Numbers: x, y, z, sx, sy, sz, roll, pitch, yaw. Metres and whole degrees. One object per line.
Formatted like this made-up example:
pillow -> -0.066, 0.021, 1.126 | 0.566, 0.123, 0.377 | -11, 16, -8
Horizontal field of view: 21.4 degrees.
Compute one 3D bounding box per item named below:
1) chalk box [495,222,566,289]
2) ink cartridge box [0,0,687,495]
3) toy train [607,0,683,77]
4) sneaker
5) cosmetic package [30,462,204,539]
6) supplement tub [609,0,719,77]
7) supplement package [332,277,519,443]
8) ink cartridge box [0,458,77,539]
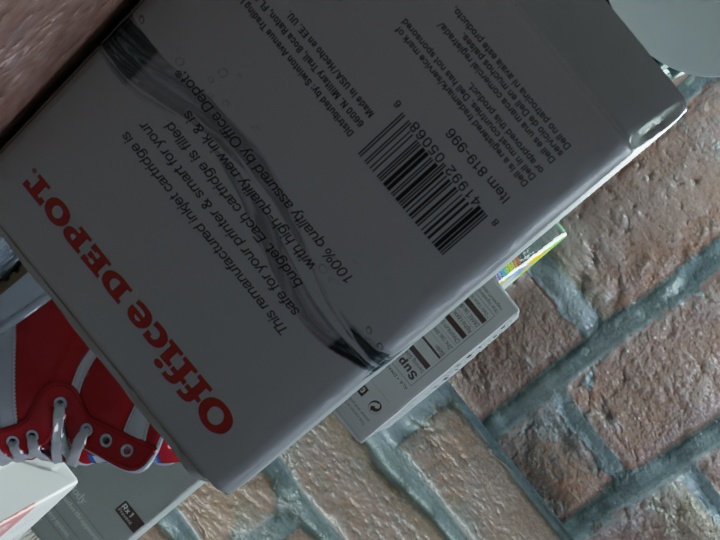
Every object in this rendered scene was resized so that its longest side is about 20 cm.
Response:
chalk box -> 0.074, -0.026, 1.593 | 0.200, 0.125, 0.124 | -32, 171, -48
ink cartridge box -> -0.014, -0.042, 0.652 | 0.200, 0.147, 0.083 | -40, 176, 26
toy train -> 0.190, -0.165, 1.500 | 0.114, 0.086, 0.200 | -26, 175, -8
sneaker -> -0.152, 0.074, 0.866 | 0.200, 0.113, 0.071 | -40, 175, 6
cosmetic package -> -0.142, 0.108, 1.310 | 0.200, 0.107, 0.090 | -42, 176, 8
supplement tub -> 0.251, -0.213, 1.158 | 0.200, 0.132, 0.132 | -34, 173, -39
supplement package -> 0.000, 0.000, 1.076 | 0.111, 0.156, 0.200 | -40, 175, 2
ink cartridge box -> -0.275, 0.174, 1.135 | 0.200, 0.068, 0.116 | -43, 174, 21
